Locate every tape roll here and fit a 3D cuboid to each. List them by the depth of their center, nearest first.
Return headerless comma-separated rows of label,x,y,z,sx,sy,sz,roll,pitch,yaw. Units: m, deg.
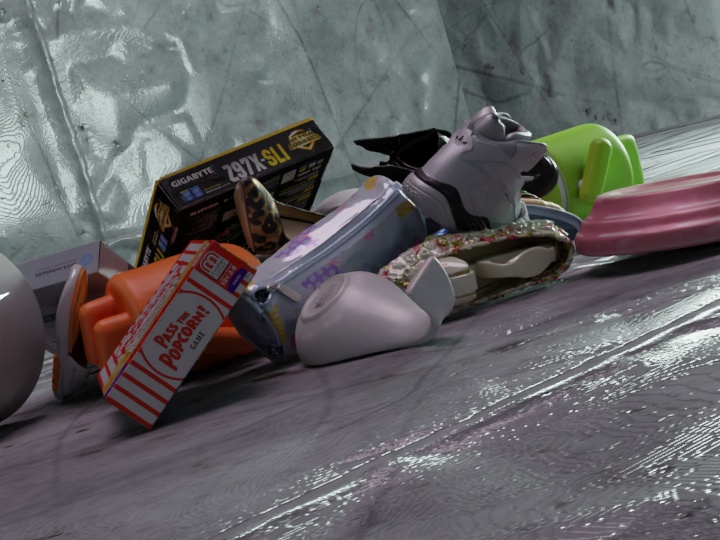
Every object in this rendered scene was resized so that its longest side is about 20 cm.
tape roll,-0.421,0.073,1.444,0.203,0.203,0.139,-15,5,19

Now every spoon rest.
spoon rest,0.012,0.035,1.247,0.099,0.061,0.200,-54,20,-26

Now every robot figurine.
robot figurine,-0.165,0.043,1.457,0.200,0.117,0.144,-19,-6,-25
robot figurine,0.236,-0.102,1.778,0.200,0.116,0.175,-19,12,-27

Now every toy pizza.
toy pizza,0.133,-0.052,1.593,0.200,0.032,0.200,1,-13,0

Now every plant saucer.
plant saucer,0.286,-0.055,1.339,0.200,0.051,0.201,-11,5,1

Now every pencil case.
pencil case,-0.032,-0.004,1.381,0.200,0.091,0.083,-38,57,-26

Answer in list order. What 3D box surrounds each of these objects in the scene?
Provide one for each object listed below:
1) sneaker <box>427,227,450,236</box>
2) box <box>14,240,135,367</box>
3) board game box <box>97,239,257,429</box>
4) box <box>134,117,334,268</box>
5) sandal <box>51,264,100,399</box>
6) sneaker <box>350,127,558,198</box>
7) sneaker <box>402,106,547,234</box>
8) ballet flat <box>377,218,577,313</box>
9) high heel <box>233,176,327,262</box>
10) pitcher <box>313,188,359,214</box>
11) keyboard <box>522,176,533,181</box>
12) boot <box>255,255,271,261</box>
sneaker,0.062,-0.005,1.500,0.200,0.071,0.083,-21,12,-24
box,-0.277,0.045,1.589,0.156,0.041,0.200,-14,-31,23
board game box,-0.158,0.048,1.277,0.152,0.046,0.200,-56,10,-6
box,-0.133,-0.065,1.600,0.200,0.049,0.160,-26,-22,-31
sandal,-0.267,0.071,1.505,0.059,0.079,0.207,15,-32,-1
sneaker,0.099,-0.109,1.580,0.200,0.060,0.104,1,-16,19
sneaker,0.133,-0.071,1.399,0.115,0.075,0.200,-51,-44,8
ballet flat,0.102,-0.002,1.333,0.200,0.076,0.064,-21,16,-20
high heel,-0.048,-0.056,1.536,0.143,0.071,0.200,-18,-30,0
pitcher,-0.013,-0.014,1.727,0.172,0.121,0.200,-37,-9,9
keyboard,0.096,-0.080,1.533,0.056,0.011,0.200,-8,-1,-29
boot,-0.160,0.031,1.714,0.200,0.075,0.097,-32,-4,9
